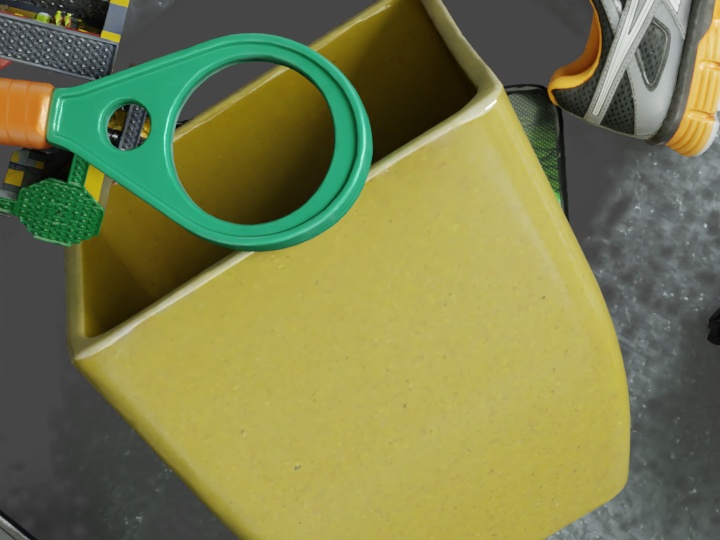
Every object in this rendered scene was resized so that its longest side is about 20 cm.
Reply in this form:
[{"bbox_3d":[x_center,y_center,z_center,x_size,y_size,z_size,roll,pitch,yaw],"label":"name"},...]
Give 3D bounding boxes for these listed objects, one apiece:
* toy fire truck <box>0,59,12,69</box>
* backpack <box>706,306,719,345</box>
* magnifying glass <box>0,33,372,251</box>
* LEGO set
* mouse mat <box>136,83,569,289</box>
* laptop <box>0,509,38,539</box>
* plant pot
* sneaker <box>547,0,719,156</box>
[{"bbox_3d":[-0.133,-0.198,0.953,0.200,0.049,0.141,-43,104,9],"label":"toy fire truck"},{"bbox_3d":[0.266,0.033,0.974,0.135,0.200,0.183,41,99,-14],"label":"backpack"},{"bbox_3d":[-0.094,-0.054,0.838,0.200,0.022,0.080,8,85,9],"label":"magnifying glass"},{"bbox_3d":[-0.168,-0.108,0.915,0.200,0.116,0.154,9,135,-2],"label":"LEGO set"},{"bbox_3d":[0.000,0.000,1.045,0.200,0.008,0.161,-7,107,-4],"label":"mouse mat"},{"bbox_3d":[-0.230,0.152,1.010,0.187,0.200,0.116,42,66,-20],"label":"laptop"},{"bbox_3d":[0.009,0.026,0.958,0.194,0.196,0.200,-32,112,4],"label":"plant pot"},{"bbox_3d":[0.131,-0.150,0.977,0.077,0.078,0.200,8,104,3],"label":"sneaker"}]
